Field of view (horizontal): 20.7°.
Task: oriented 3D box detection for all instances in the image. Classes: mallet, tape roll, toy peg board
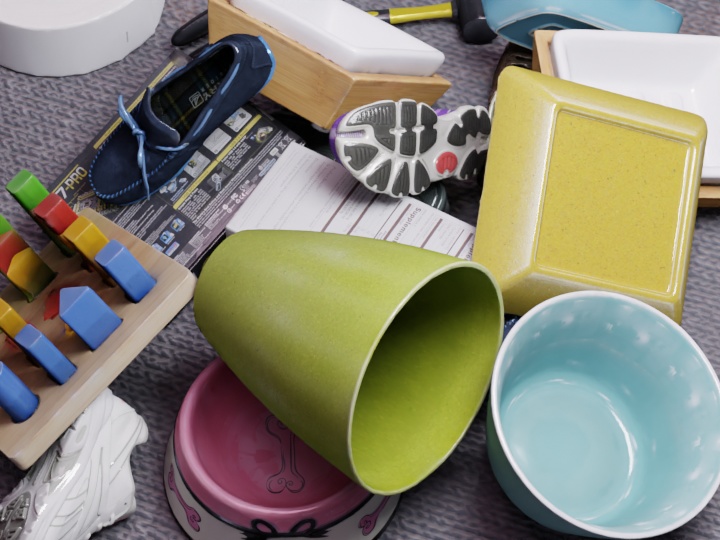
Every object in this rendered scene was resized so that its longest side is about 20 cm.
[{"bbox_3d":[0.037,-0.234,1.872,0.199,0.041,0.066,-12,58,-3],"label":"mallet"},{"bbox_3d":[-0.286,-0.281,1.881,0.202,0.071,0.203,0,54,0],"label":"tape roll"},{"bbox_3d":[-0.265,0.025,1.571,0.200,0.098,0.199,-47,35,-10],"label":"toy peg board"}]

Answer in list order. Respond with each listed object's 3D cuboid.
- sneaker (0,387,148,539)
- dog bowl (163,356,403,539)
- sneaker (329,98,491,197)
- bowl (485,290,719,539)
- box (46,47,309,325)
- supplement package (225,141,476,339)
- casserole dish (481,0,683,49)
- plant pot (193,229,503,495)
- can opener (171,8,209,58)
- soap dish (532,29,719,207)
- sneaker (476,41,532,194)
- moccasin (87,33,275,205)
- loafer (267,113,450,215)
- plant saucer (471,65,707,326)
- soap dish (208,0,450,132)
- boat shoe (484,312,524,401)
[{"bbox_3d":[-0.223,0.187,1.549,0.078,0.099,0.201,8,68,56],"label":"sneaker"},{"bbox_3d":[-0.061,0.140,1.582,0.199,0.074,0.201,0,55,-1],"label":"dog bowl"},{"bbox_3d":[0.031,-0.105,1.664,0.083,0.200,0.081,8,96,33],"label":"sneaker"},{"bbox_3d":[0.178,0.128,1.552,0.200,0.105,0.202,8,63,-16],"label":"bowl"},{"bbox_3d":[-0.165,-0.074,1.721,0.161,0.049,0.200,36,78,20],"label":"box"},{"bbox_3d":[0.000,0.000,1.655,0.199,0.114,0.110,26,58,16],"label":"supplement package"},{"bbox_3d":[0.198,-0.220,1.774,0.199,0.121,0.039,14,74,-34],"label":"casserole dish"},{"bbox_3d":[-0.024,0.046,1.513,0.200,0.187,0.187,25,57,33],"label":"plant pot"},{"bbox_3d":[-0.085,-0.250,1.865,0.200,0.079,0.063,-35,67,-12],"label":"can opener"},{"bbox_3d":[0.247,-0.128,1.727,0.199,0.081,0.158,0,67,-21],"label":"soap dish"},{"bbox_3d":[0.150,-0.153,1.787,0.070,0.076,0.201,8,56,6],"label":"sneaker"},{"bbox_3d":[-0.163,-0.134,1.651,0.200,0.068,0.081,-45,74,17],"label":"moccasin"},{"bbox_3d":[-0.013,-0.079,1.754,0.199,0.063,0.072,23,80,20],"label":"loafer"},{"bbox_3d":[0.198,-0.053,1.611,0.199,0.048,0.201,12,82,-21],"label":"plant saucer"},{"bbox_3d":[-0.029,-0.185,1.742,0.157,0.081,0.200,30,16,22],"label":"soap dish"},{"bbox_3d":[0.131,0.053,1.647,0.200,0.084,0.069,-24,73,-33],"label":"boat shoe"}]
